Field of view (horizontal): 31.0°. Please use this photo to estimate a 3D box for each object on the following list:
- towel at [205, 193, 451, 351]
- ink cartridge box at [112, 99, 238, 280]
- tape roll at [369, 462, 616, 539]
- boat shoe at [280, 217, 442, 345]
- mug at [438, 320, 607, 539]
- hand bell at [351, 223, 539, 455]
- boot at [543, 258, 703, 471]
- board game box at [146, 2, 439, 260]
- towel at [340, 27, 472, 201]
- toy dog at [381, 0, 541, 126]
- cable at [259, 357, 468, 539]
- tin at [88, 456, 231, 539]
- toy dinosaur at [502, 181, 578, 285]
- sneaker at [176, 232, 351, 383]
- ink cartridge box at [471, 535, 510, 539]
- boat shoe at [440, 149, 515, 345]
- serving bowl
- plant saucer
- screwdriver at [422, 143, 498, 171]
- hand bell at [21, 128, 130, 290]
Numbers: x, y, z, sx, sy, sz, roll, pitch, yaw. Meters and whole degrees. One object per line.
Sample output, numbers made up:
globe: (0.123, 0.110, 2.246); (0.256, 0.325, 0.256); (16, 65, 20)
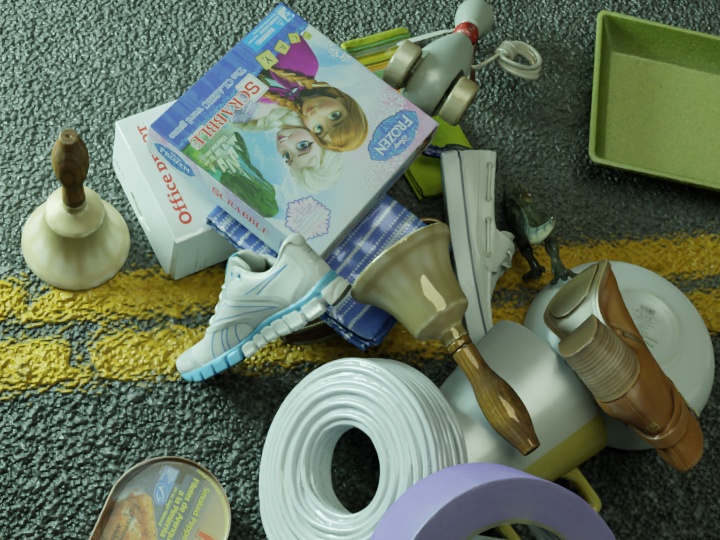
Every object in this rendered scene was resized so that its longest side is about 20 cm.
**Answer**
towel: (-0.027, -0.035, 1.211); (0.200, 0.024, 0.145); (38, 64, 4)
ink cartridge box: (-0.124, -0.101, 1.277); (0.199, 0.086, 0.147); (-23, 72, -22)
tape roll: (0.103, 0.256, 1.013); (0.198, 0.085, 0.202); (0, 90, -15)
boat shoe: (0.000, 0.000, 1.258); (0.199, 0.074, 0.076); (-30, 73, -22)
mug: (0.130, 0.162, 1.172); (0.153, 0.150, 0.187); (-38, 70, -16)
hand bell: (0.089, 0.069, 1.107); (0.104, 0.104, 0.201); (-28, 71, -22)
boot: (0.245, 0.082, 1.170); (0.077, 0.200, 0.155); (-41, 103, 15)
board game box: (-0.061, -0.126, 1.215); (0.199, 0.041, 0.200); (37, 62, 6)
towel: (0.055, -0.171, 1.383); (0.086, 0.018, 0.201); (-21, 71, -19)
toy dog: (0.087, -0.207, 1.367); (0.132, 0.096, 0.199); (49, 43, 14)
cable: (-0.003, 0.174, 1.121); (0.069, 0.200, 0.201); (17, 42, -52)
tin: (-0.184, 0.260, 1.120); (0.111, 0.042, 0.201); (21, 63, 4)
toy dinosaur: (0.174, -0.031, 1.281); (0.047, 0.200, 0.089); (-22, 105, 1)
sneaker: (-0.102, 0.030, 1.168); (0.087, 0.199, 0.075); (55, 29, -4)
ink cartridge box: (0.167, 0.322, 1.130); (0.198, 0.088, 0.146); (10, 63, -7)
boat shoe: (0.120, -0.022, 1.278); (0.065, 0.072, 0.202); (-6, 74, 0)
serving bowl: (0.262, 0.070, 1.270); (0.198, 0.066, 0.201); (7, 57, -11)
plant saucer: (0.343, -0.173, 1.423); (0.198, 0.048, 0.201); (12, 63, -5)
screwdriver: (0.048, -0.129, 1.338); (0.198, 0.029, 0.028); (12, 60, -9)
hand bell: (-0.260, -0.071, 1.172); (0.103, 0.200, 0.105); (4, 63, -8)
